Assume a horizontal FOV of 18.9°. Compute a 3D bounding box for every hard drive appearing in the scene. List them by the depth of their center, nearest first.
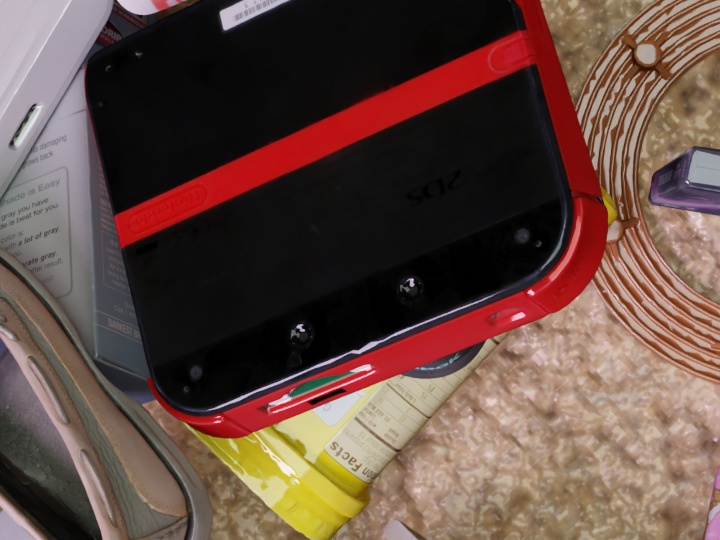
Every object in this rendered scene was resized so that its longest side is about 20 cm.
[{"bbox_3d":[-0.207,-0.103,0.970,0.200,0.027,0.132,33,92,39],"label":"hard drive"}]

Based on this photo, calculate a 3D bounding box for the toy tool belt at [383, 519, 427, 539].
[{"bbox_3d":[0.067,0.200,0.928,0.125,0.123,0.200,-33,74,-14],"label":"toy tool belt"}]

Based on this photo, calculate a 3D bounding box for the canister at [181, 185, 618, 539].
[{"bbox_3d":[0.000,0.000,0.975,0.149,0.087,0.200,43,93,6],"label":"canister"}]

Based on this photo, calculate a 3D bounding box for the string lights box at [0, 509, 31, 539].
[{"bbox_3d":[-0.097,0.187,0.937,0.103,0.059,0.200,-47,126,1],"label":"string lights box"}]

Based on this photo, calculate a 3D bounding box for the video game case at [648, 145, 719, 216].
[{"bbox_3d":[0.196,-0.026,0.891,0.142,0.200,0.019,10,91,4],"label":"video game case"}]

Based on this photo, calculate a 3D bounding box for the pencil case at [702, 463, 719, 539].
[{"bbox_3d":[0.195,0.131,0.960,0.086,0.083,0.201,17,95,37],"label":"pencil case"}]

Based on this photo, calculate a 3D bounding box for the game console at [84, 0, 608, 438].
[{"bbox_3d":[-0.011,-0.042,0.854,0.199,0.031,0.178,-23,68,21],"label":"game console"}]

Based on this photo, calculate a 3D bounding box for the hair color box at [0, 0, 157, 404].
[{"bbox_3d":[-0.139,-0.033,0.951,0.099,0.061,0.201,-19,63,28],"label":"hair color box"}]

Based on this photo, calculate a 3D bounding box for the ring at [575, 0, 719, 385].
[{"bbox_3d":[0.194,-0.043,1.001,0.199,0.019,0.201,0,88,5],"label":"ring"}]

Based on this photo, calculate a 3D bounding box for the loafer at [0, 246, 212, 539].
[{"bbox_3d":[-0.143,0.047,0.851,0.200,0.063,0.072,41,113,16],"label":"loafer"}]

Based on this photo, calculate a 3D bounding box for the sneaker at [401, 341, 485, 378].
[{"bbox_3d":[0.039,-0.056,0.894,0.075,0.079,0.201,3,86,5],"label":"sneaker"}]

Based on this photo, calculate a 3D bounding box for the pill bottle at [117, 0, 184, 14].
[{"bbox_3d":[-0.024,-0.192,0.874,0.199,0.116,0.116,-22,87,3],"label":"pill bottle"}]
